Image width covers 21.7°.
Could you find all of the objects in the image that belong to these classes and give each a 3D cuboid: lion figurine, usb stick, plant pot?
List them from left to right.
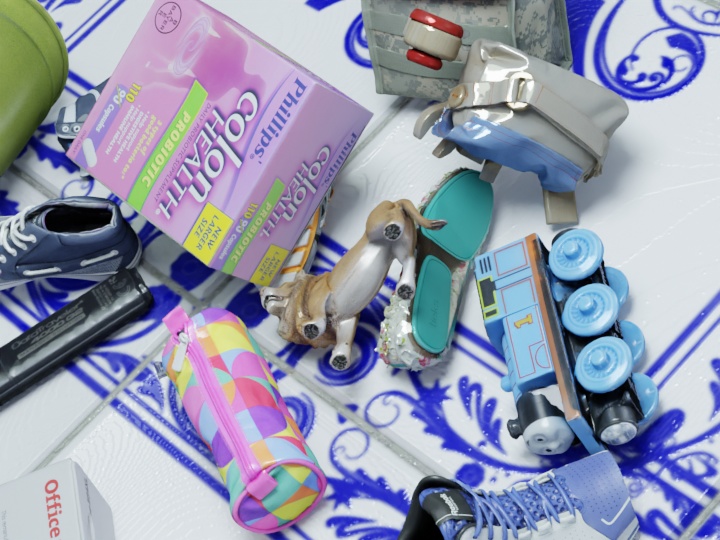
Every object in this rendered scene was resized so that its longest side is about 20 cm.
[{"bbox_3d":[-0.391,-0.148,1.757,0.199,0.201,0.194,-8,43,17],"label":"plant pot"},{"bbox_3d":[-0.275,0.065,1.667,0.199,0.033,0.056,-34,41,-4],"label":"usb stick"},{"bbox_3d":[0.000,0.000,1.526,0.200,0.072,0.123,-41,19,21],"label":"lion figurine"}]

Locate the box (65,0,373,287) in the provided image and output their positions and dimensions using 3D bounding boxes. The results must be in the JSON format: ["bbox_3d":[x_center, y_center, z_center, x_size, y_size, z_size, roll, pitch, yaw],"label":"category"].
[{"bbox_3d":[-0.122,-0.115,1.601,0.200,0.096,0.177,36,98,32],"label":"box"}]

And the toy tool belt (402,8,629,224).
[{"bbox_3d":[0.110,-0.121,1.538,0.125,0.199,0.124,-136,68,-73],"label":"toy tool belt"}]

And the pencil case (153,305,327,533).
[{"bbox_3d":[-0.099,0.117,1.515,0.088,0.089,0.200,-32,49,-3],"label":"pencil case"}]

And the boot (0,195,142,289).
[{"bbox_3d":[-0.300,-0.032,1.686,0.198,0.090,0.073,-5,65,4],"label":"boot"}]

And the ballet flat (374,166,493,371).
[{"bbox_3d":[0.055,-0.002,1.557,0.064,0.075,0.201,-29,31,47],"label":"ballet flat"}]

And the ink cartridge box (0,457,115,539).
[{"bbox_3d":[-0.292,0.257,1.486,0.199,0.085,0.147,-21,49,6],"label":"ink cartridge box"}]

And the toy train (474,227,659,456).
[{"bbox_3d":[0.157,0.057,1.454,0.114,0.087,0.201,-23,50,17],"label":"toy train"}]

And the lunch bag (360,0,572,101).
[{"bbox_3d":[0.087,-0.251,1.636,0.163,0.201,0.118,11,39,29],"label":"lunch bag"}]

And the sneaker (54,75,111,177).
[{"bbox_3d":[-0.216,-0.116,1.758,0.108,0.070,0.200,-31,41,-9],"label":"sneaker"}]

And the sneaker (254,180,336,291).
[{"bbox_3d":[-0.054,-0.069,1.654,0.078,0.077,0.202,-2,71,28],"label":"sneaker"}]

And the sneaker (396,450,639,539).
[{"bbox_3d":[0.100,0.188,1.350,0.198,0.115,0.081,-29,49,0],"label":"sneaker"}]
